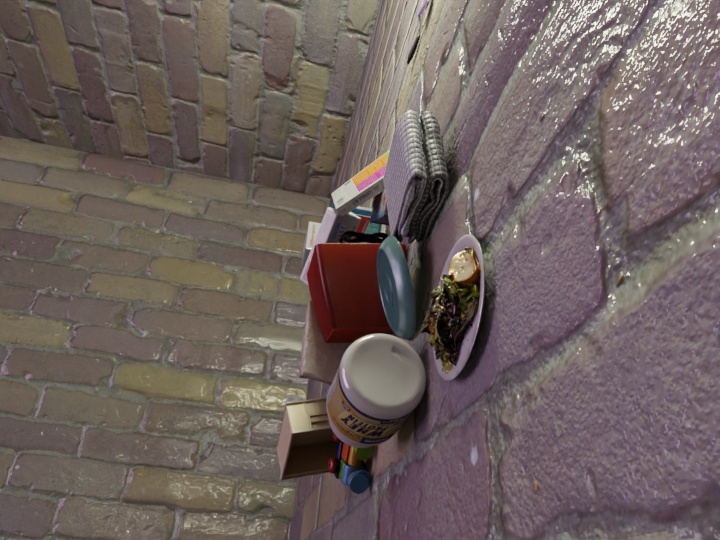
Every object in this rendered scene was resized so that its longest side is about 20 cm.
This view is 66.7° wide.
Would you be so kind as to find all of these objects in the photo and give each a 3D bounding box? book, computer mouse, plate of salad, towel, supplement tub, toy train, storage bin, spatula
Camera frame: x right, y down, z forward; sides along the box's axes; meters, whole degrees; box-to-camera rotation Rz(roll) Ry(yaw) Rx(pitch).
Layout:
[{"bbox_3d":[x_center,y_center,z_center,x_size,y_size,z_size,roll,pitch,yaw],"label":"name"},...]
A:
[{"bbox_3d":[0.024,-0.211,1.303,0.048,0.199,0.134,55,-173,-22],"label":"book"},{"bbox_3d":[0.000,0.000,1.358,0.046,0.139,0.202,-144,63,-72],"label":"computer mouse"},{"bbox_3d":[0.122,0.048,0.752,0.200,0.048,0.202,-171,90,-81],"label":"plate of salad"},{"bbox_3d":[-0.043,0.179,1.262,0.032,0.189,0.201,125,155,-47],"label":"towel"},{"bbox_3d":[0.103,-0.166,1.010,0.201,0.085,0.167,102,165,-56],"label":"towel"},{"bbox_3d":[0.019,0.214,0.940,0.201,0.143,0.145,110,167,-53],"label":"supplement tub"},{"bbox_3d":[-0.006,0.370,1.192,0.116,0.084,0.202,-169,89,-72],"label":"toy train"},{"bbox_3d":[-0.105,0.429,1.407,0.094,0.197,0.201,-116,32,-46],"label":"storage bin"},{"bbox_3d":[0.151,-0.630,1.426,0.201,0.020,0.057,105,-177,-48],"label":"spatula"}]

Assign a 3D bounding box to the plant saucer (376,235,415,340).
[{"bbox_3d":[0.062,0.035,1.035,0.200,0.027,0.202,171,90,-80],"label":"plant saucer"}]

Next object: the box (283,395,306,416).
[{"bbox_3d":[-0.375,0.794,3.137,0.201,0.118,0.042,-92,14,-53],"label":"box"}]

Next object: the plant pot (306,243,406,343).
[{"bbox_3d":[-0.008,0.060,1.213,0.200,0.198,0.178,119,148,-67],"label":"plant pot"}]

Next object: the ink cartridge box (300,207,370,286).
[{"bbox_3d":[-0.051,-0.052,1.422,0.045,0.175,0.201,34,108,36],"label":"ink cartridge box"}]

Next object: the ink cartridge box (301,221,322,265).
[{"bbox_3d":[-0.094,-0.078,1.878,0.147,0.198,0.083,-89,12,-46],"label":"ink cartridge box"}]

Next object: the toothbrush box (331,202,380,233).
[{"bbox_3d":[-0.027,-0.089,1.620,0.085,0.145,0.202,-113,35,-76],"label":"toothbrush box"}]

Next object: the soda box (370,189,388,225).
[{"bbox_3d":[0.071,-0.146,1.282,0.200,0.063,0.069,-166,86,-83],"label":"soda box"}]
